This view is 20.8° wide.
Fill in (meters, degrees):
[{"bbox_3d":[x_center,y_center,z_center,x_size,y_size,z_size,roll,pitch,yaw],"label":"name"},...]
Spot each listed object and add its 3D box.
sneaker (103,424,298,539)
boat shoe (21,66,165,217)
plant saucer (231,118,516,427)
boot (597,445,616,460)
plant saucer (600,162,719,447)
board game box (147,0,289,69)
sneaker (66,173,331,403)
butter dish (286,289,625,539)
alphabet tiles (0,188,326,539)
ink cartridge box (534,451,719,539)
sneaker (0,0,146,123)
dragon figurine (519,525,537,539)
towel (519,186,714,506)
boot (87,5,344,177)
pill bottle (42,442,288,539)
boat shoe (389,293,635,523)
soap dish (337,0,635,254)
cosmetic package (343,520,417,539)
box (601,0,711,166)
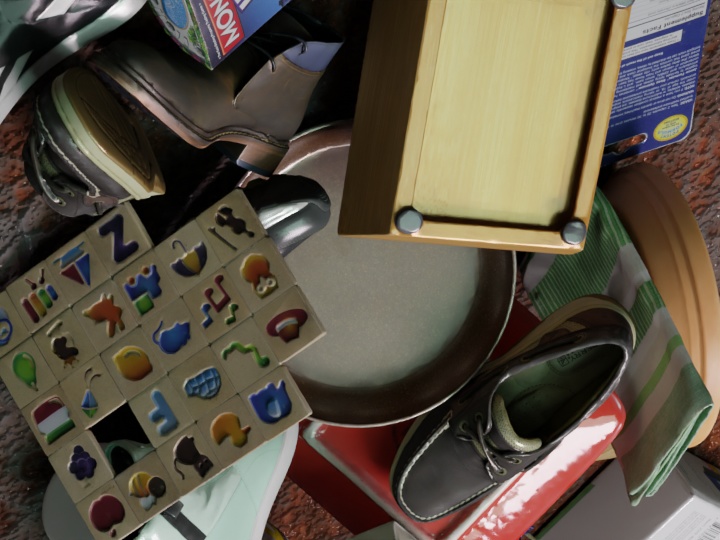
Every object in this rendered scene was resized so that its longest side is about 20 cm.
[{"bbox_3d":[-0.106,0.111,1.260,0.073,0.201,0.118,-14,140,31],"label":"sneaker"},{"bbox_3d":[-0.152,-0.060,1.080,0.065,0.074,0.200,-26,172,1],"label":"boat shoe"},{"bbox_3d":[0.000,0.000,1.262,0.199,0.032,0.202,-1,103,-6],"label":"plant saucer"},{"bbox_3d":[0.139,0.117,1.518,0.199,0.066,0.176,-17,136,-19],"label":"boot"},{"bbox_3d":[0.195,0.026,1.367,0.037,0.201,0.201,-10,135,-13],"label":"plant saucer"},{"bbox_3d":[-0.083,-0.212,0.995,0.200,0.062,0.201,-43,145,-22],"label":"board game box"},{"bbox_3d":[-0.091,0.013,1.210,0.199,0.075,0.085,-30,105,23],"label":"sneaker"},{"bbox_3d":[0.054,0.090,1.381,0.199,0.148,0.200,42,103,-5],"label":"butter dish"},{"bbox_3d":[-0.122,0.046,1.167,0.199,0.168,0.008,-34,172,20],"label":"alphabet tiles"},{"bbox_3d":[0.267,0.239,1.710,0.145,0.088,0.200,-47,137,14],"label":"ink cartridge box"},{"bbox_3d":[-0.212,-0.137,1.024,0.200,0.073,0.112,-41,138,-7],"label":"sneaker"},{"bbox_3d":[0.107,0.214,1.480,0.059,0.100,0.200,-27,141,-1],"label":"dragon figurine"},{"bbox_3d":[0.168,0.042,1.335,0.023,0.201,0.153,-14,152,-19],"label":"towel"},{"bbox_3d":[-0.079,-0.122,1.116,0.097,0.075,0.200,-54,159,6],"label":"boot"},{"bbox_3d":[-0.132,0.193,1.365,0.109,0.109,0.200,-40,140,5],"label":"pill bottle"},{"bbox_3d":[0.095,0.094,1.269,0.201,0.066,0.072,-41,97,12],"label":"boat shoe"},{"bbox_3d":[0.079,-0.105,1.178,0.156,0.081,0.201,5,106,-17],"label":"soap dish"},{"bbox_3d":[-0.038,0.249,1.312,0.199,0.071,0.105,-25,142,17],"label":"cosmetic package"},{"bbox_3d":[0.174,-0.155,1.300,0.120,0.032,0.201,-19,137,-19],"label":"box"}]
